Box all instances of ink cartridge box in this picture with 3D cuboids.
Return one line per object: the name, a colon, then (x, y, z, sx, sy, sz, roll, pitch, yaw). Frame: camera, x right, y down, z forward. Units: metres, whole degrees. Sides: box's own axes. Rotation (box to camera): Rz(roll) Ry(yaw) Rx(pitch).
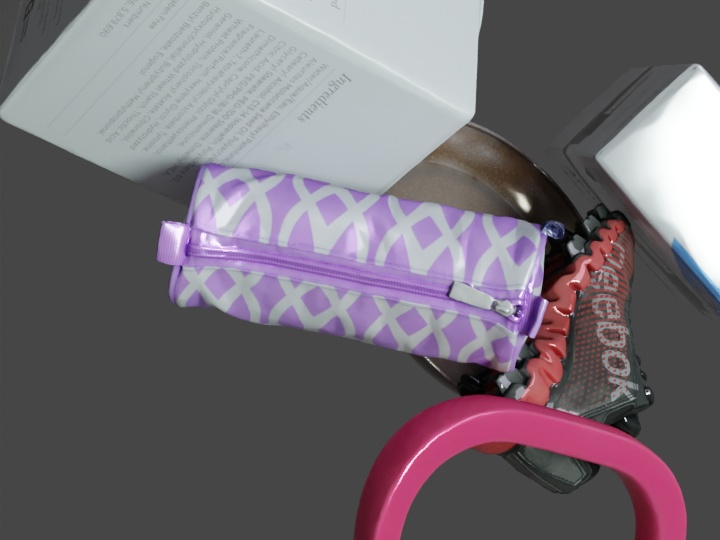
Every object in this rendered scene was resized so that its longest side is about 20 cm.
ink cartridge box: (0.201, -0.046, 1.171, 0.145, 0.084, 0.200, 48, 2, -5)

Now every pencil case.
pencil case: (0.000, 0.000, 0.983, 0.199, 0.084, 0.086, 10, 18, 2)

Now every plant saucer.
plant saucer: (0.070, 0.001, 1.139, 0.200, 0.032, 0.201, 22, 51, -29)

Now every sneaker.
sneaker: (0.123, 0.047, 1.081, 0.098, 0.071, 0.201, 41, 45, -12)

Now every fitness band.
fitness band: (0.083, 0.141, 0.990, 0.199, 0.037, 0.144, 17, 92, -31)

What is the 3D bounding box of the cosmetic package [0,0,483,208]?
cosmetic package: (-0.060, -0.142, 1.021, 0.199, 0.165, 0.165, 26, 49, -25)
